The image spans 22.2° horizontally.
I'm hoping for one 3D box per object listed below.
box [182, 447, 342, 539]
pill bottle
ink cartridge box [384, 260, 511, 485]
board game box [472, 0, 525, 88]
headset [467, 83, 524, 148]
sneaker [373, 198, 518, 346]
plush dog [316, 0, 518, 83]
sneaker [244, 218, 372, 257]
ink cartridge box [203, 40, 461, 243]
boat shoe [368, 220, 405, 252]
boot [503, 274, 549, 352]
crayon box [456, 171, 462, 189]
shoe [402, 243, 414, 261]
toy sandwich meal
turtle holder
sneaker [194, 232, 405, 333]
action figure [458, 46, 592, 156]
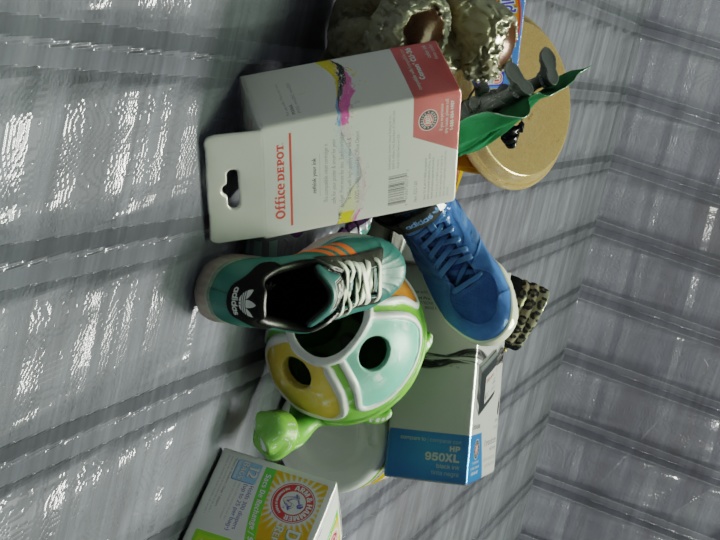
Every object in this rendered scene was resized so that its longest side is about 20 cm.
[{"bbox_3d":[-0.099,0.270,1.567,0.102,0.112,0.201,86,22,-55],"label":"box"},{"bbox_3d":[-0.005,0.157,1.816,0.200,0.110,0.112,9,96,-76],"label":"pill bottle"},{"bbox_3d":[0.085,0.095,1.752,0.145,0.083,0.202,2,93,-75],"label":"ink cartridge box"},{"bbox_3d":[0.116,-0.292,1.765,0.201,0.045,0.153,-104,-166,-51],"label":"board game box"},{"bbox_3d":[0.080,-0.197,1.644,0.201,0.123,0.094,55,-1,-30],"label":"headset"},{"bbox_3d":[0.066,-0.028,1.628,0.111,0.076,0.201,29,34,-61],"label":"sneaker"},{"bbox_3d":[0.012,-0.177,1.538,0.199,0.160,0.173,-7,131,-59],"label":"plush dog"},{"bbox_3d":[-0.039,-0.056,1.539,0.200,0.074,0.088,-53,150,-55],"label":"sneaker"},{"bbox_3d":[-0.028,-0.097,1.410,0.117,0.198,0.068,91,-18,-44],"label":"ink cartridge box"},{"bbox_3d":[0.000,0.000,1.724,0.064,0.070,0.202,144,-35,-82],"label":"boat shoe"},{"bbox_3d":[0.090,0.055,1.912,0.074,0.153,0.204,-73,-170,-49],"label":"boot"},{"bbox_3d":[0.088,-0.151,1.981,0.127,0.050,0.201,70,38,-68],"label":"crayon box"},{"bbox_3d":[0.021,-0.017,1.811,0.201,0.071,0.091,-58,-174,-6],"label":"shoe"},{"bbox_3d":[0.137,-0.176,1.908,0.204,0.070,0.207,2,87,-45],"label":"toy sandwich meal"},{"bbox_3d":[-0.031,0.067,1.610,0.185,0.142,0.132,-30,163,3],"label":"turtle holder"},{"bbox_3d":[-0.029,0.016,1.446,0.199,0.080,0.072,-11,108,-40],"label":"sneaker"},{"bbox_3d":[0.087,-0.123,1.512,0.118,0.055,0.200,-22,176,-37],"label":"action figure"}]
